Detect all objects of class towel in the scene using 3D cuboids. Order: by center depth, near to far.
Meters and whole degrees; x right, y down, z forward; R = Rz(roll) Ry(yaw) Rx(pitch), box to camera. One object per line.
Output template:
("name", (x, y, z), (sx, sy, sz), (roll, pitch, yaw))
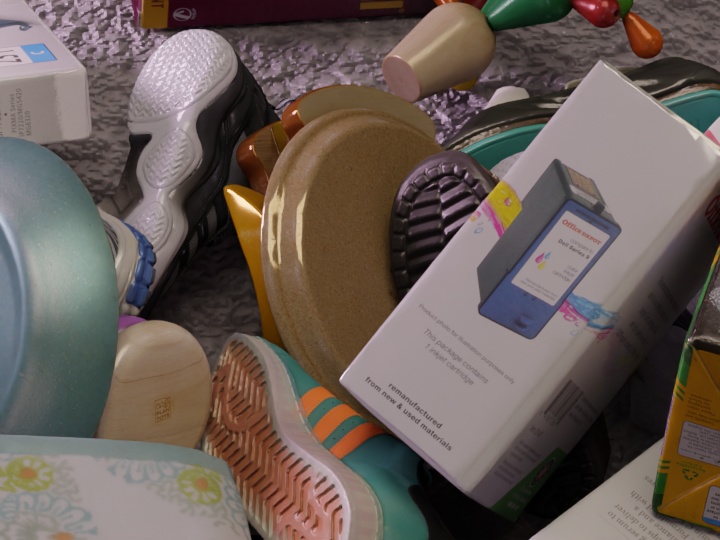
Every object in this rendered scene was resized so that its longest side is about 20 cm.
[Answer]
("towel", (-0.141, 0.149, 1.325), (0.200, 0.048, 0.171), (4, 43, -18))

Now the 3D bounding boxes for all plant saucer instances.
("plant saucer", (-0.200, 0.030, 1.441), (0.036, 0.200, 0.200), (9, 36, -46))

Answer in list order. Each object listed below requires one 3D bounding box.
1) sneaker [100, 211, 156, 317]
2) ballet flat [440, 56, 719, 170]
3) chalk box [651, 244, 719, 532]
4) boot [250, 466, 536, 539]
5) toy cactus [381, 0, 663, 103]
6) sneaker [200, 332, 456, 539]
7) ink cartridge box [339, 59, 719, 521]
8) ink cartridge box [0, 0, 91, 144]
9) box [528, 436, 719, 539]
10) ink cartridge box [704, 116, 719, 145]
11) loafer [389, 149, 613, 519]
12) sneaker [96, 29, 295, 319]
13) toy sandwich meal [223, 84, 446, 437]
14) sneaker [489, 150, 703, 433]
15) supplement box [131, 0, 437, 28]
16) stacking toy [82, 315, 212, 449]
("sneaker", (-0.196, -0.031, 1.537), (0.200, 0.085, 0.077), (21, 87, 43))
("ballet flat", (0.118, -0.079, 1.671), (0.200, 0.068, 0.068), (-14, 37, -14))
("chalk box", (0.225, 0.022, 1.349), (0.124, 0.124, 0.200), (17, 47, 12))
("boot", (-0.010, 0.146, 1.463), (0.200, 0.069, 0.174), (37, 48, 23))
("toy cactus", (0.081, -0.139, 1.663), (0.165, 0.102, 0.200), (-35, 19, -31))
("sneaker", (-0.016, 0.100, 1.423), (0.080, 0.071, 0.200), (16, 21, -31))
("ink cartridge box", (0.095, 0.013, 1.399), (0.088, 0.145, 0.200), (41, 90, 16))
("ink cartridge box", (-0.256, -0.104, 1.603), (0.176, 0.045, 0.200), (-9, 20, -16))
("box", (0.176, 0.156, 1.406), (0.200, 0.152, 0.106), (-34, 59, -30))
("ink cartridge box", (0.268, -0.005, 1.608), (0.200, 0.083, 0.147), (31, 52, 20))
("loafer", (0.075, 0.032, 1.524), (0.073, 0.200, 0.071), (-19, 2, 22))
("sneaker", (-0.091, -0.023, 1.586), (0.075, 0.114, 0.200), (13, 78, 45))
("toy sandwich meal", (0.000, 0.000, 1.552), (0.205, 0.070, 0.205), (17, 65, -42))
("sneaker", (0.146, 0.018, 1.558), (0.200, 0.115, 0.075), (30, 51, 31))
("supplement box", (-0.040, -0.227, 1.742), (0.200, 0.131, 0.103), (-4, 50, -10))
("stacking toy", (-0.173, 0.050, 1.488), (0.200, 0.085, 0.085), (14, 43, 39))
